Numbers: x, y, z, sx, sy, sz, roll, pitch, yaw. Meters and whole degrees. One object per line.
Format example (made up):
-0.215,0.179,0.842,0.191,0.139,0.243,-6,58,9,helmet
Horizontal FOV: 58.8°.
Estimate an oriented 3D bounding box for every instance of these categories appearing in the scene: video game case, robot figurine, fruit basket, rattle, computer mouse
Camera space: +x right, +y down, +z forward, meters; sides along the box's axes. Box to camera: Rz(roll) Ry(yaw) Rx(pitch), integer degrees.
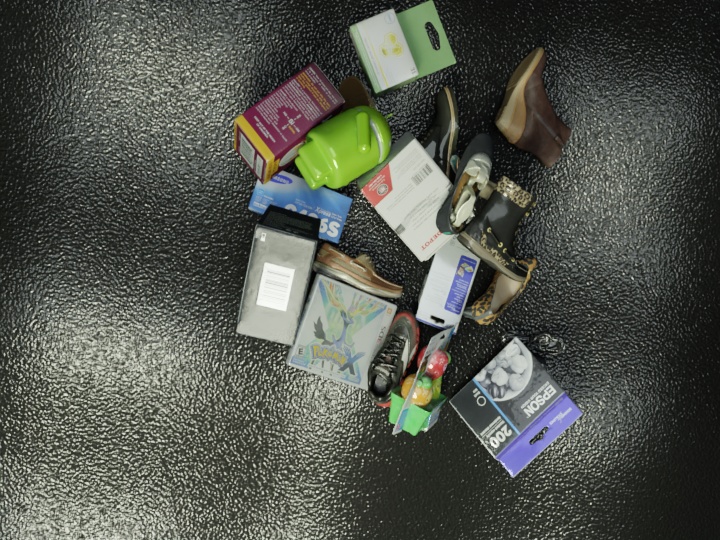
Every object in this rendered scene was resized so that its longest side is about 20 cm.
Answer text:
-0.034,0.127,1.285,0.196,0.022,0.187,22,87,-29,video game case
-0.025,-0.233,1.200,0.197,0.176,0.117,-32,84,-21,robot figurine
0.135,0.212,1.246,0.092,0.184,0.204,30,103,19,fruit basket
0.236,-0.130,1.305,0.196,0.132,0.144,16,127,-31,rattle
0.358,0.235,1.347,0.134,0.053,0.207,4,83,11,computer mouse

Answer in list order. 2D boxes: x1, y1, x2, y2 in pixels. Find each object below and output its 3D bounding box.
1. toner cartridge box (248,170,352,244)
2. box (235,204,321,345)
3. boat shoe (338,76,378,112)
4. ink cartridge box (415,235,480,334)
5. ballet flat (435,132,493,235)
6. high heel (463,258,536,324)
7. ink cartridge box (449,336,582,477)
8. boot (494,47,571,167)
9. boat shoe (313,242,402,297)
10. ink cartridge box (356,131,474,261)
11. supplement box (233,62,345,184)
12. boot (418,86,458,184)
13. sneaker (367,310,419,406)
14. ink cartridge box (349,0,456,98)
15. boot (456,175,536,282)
-0.122,-0.134,1.302,0.195,0.043,0.098,20,86,-5,toner cartridge box
-0.150,0.002,1.199,0.114,0.201,0.203,13,105,-6,box
0.011,-0.297,1.315,0.072,0.062,0.206,-20,89,20,boat shoe
0.184,0.021,1.338,0.097,0.039,0.206,20,86,-6,ink cartridge box
0.207,-0.157,1.200,0.071,0.073,0.204,25,98,-5,ballet flat
0.302,0.039,1.297,0.198,0.143,0.072,-38,94,-5,high heel
0.314,0.279,1.301,0.198,0.043,0.201,-44,74,7,ink cartridge box
0.384,-0.345,1.357,0.164,0.072,0.204,29,85,-17,boot
0.000,0.000,1.301,0.195,0.076,0.074,21,86,-7,boat shoe
0.109,-0.145,1.269,0.146,0.083,0.200,-40,111,9,ink cartridge box
-0.140,-0.281,1.235,0.199,0.131,0.104,-41,88,-16,supplement box
0.131,-0.272,1.318,0.133,0.077,0.207,-1,89,-1,boot
0.064,0.178,1.283,0.069,0.098,0.206,20,92,20,sneaker
0.091,-0.467,1.325,0.195,0.048,0.149,-23,92,-3,ink cartridge box
0.287,-0.076,1.226,0.197,0.073,0.153,28,98,-33,boot
